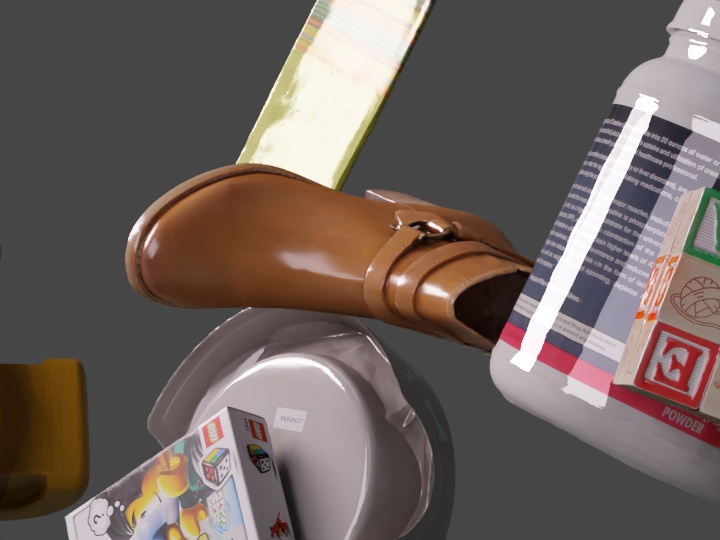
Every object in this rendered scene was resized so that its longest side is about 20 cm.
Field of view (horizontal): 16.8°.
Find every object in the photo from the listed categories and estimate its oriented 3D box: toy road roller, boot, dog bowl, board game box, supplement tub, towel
[{"bbox_3d":[-0.240,0.111,1.451,0.200,0.146,0.123,117,152,-62],"label":"toy road roller"},{"bbox_3d":[0.000,0.000,1.201,0.155,0.200,0.074,30,121,52],"label":"boot"},{"bbox_3d":[-0.034,0.117,1.281,0.200,0.059,0.200,-17,62,36],"label":"dog bowl"},{"bbox_3d":[-0.081,0.185,1.230,0.126,0.035,0.200,-35,53,28],"label":"board game box"},{"bbox_3d":[0.158,-0.008,1.098,0.140,0.140,0.200,28,93,45],"label":"supplement tub"},{"bbox_3d":[-0.025,-0.090,1.386,0.086,0.018,0.200,30,94,46],"label":"towel"}]

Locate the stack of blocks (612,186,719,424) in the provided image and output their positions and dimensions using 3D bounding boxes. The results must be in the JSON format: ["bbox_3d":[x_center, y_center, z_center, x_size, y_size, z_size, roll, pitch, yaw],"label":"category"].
[{"bbox_3d":[0.218,0.029,0.998,0.059,0.200,0.115,129,162,-87],"label":"stack of blocks"}]
